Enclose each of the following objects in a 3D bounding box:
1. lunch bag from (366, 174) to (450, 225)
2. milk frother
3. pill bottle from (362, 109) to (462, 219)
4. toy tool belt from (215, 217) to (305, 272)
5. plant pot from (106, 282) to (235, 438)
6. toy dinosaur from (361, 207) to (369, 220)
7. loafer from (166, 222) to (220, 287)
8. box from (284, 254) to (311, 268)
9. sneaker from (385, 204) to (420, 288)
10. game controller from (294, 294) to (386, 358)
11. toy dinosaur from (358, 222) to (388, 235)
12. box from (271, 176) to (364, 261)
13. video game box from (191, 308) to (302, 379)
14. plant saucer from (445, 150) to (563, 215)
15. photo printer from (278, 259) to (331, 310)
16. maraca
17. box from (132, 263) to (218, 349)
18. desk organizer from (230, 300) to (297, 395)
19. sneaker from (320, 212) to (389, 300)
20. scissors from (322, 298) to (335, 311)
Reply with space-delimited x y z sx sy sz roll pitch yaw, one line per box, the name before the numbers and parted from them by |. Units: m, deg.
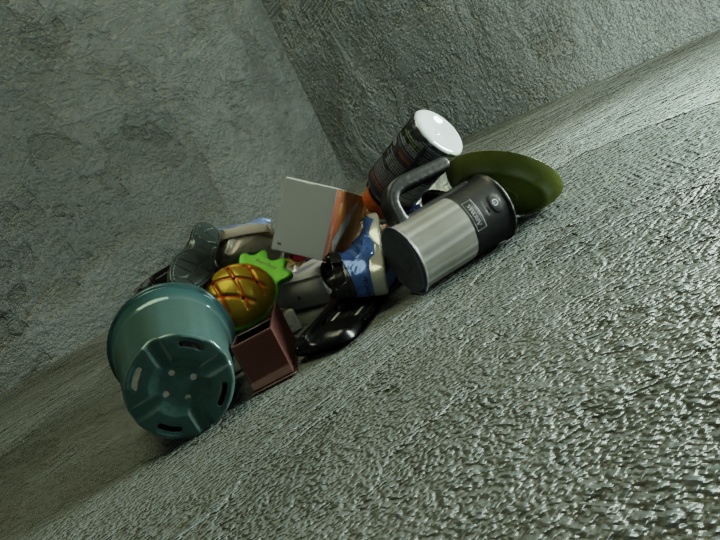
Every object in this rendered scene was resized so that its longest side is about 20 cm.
lunch bag | 0.113 -0.170 1.589 0.139 0.169 0.200 -16 14 44
milk frother | 0.119 -0.061 1.160 0.187 0.181 0.201 -30 -23 -20
pill bottle | 0.082 -0.179 1.258 0.200 0.106 0.106 -48 -5 38
toy tool belt | -0.210 -0.056 1.398 0.199 0.126 0.123 -14 45 -36
plant pot | -0.269 0.136 1.029 0.199 0.202 0.196 -28 18 -10
toy dinosaur | 0.016 -0.117 1.430 0.199 0.060 0.107 -17 34 47
loafer | -0.295 -0.008 1.249 0.063 0.071 0.201 -55 14 32
box | -0.122 -0.019 1.610 0.199 0.107 0.122 -26 8 10
sneaker | 0.082 -0.025 1.261 0.070 0.078 0.201 -11 40 50
game controller | -0.028 0.079 1.113 0.103 0.043 0.200 -6 18 23
toy dinosaur | 0.070 -0.065 1.425 0.135 0.086 0.200 -27 13 -3
box | -0.070 -0.087 1.261 0.097 0.126 0.200 13 5 14
video game box | -0.228 0.137 1.288 0.182 0.047 0.199 -36 13 -33
plant saucer | 0.239 -0.139 1.195 0.199 0.199 0.031 -13 58 53
photo printer | -0.081 0.016 1.437 0.199 0.070 0.166 -15 15 48
maraca | -0.204 0.035 1.246 0.136 0.108 0.200 23 50 17
box | -0.302 0.056 1.291 0.050 0.158 0.200 -35 6 21
desk organizer | -0.146 0.113 1.100 0.071 0.078 0.200 -27 10 0
sneaker | -0.015 -0.025 1.180 0.110 0.077 0.201 -9 39 5
scissors | 0.000 0.000 1.260 0.200 0.014 0.073 -48 2 21
